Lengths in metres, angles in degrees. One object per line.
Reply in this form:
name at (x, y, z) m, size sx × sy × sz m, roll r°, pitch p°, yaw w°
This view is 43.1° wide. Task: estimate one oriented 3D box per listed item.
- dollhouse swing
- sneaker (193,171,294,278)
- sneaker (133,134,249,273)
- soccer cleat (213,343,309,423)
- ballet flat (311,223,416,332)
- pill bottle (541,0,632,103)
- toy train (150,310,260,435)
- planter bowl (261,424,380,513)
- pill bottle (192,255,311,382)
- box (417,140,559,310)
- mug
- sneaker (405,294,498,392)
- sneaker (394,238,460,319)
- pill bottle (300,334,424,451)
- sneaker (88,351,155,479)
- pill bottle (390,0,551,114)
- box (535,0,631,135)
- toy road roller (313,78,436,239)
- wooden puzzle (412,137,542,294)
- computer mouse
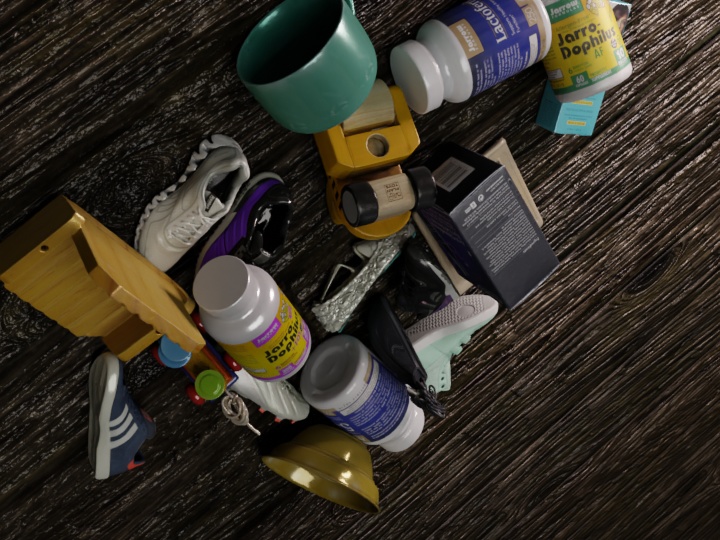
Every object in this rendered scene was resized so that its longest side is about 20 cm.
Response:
dollhouse swing at (-0.304, 0.047, 1.053) m, size 0.181 × 0.177 × 0.200 m, roll -35°, pitch 132°, yaw 12°
sneaker at (-0.148, -0.027, 1.186) m, size 0.069 × 0.099 × 0.201 m, roll 22°, pitch 102°, yaw -36°
sneaker at (-0.210, -0.075, 1.136) m, size 0.075 × 0.081 × 0.201 m, roll 31°, pitch 98°, yaw -41°
soccer cleat at (-0.137, 0.159, 1.317) m, size 0.199 × 0.069 × 0.078 m, roll 34°, pitch 98°, yaw -36°
ballet flat at (0.000, 0.000, 1.321) m, size 0.201 × 0.072 × 0.072 m, roll -52°, pitch 130°, yaw 0°
pill bottle at (0.289, -0.344, 1.252) m, size 0.112 × 0.113 × 0.202 m, roll -28°, pitch 105°, yaw -16°
toy train at (-0.191, 0.148, 1.196) m, size 0.085 × 0.116 × 0.200 m, roll -40°, pitch 96°, yaw -5°
planter bowl at (-0.046, 0.292, 1.398) m, size 0.200 × 0.199 × 0.084 m, roll 43°, pitch 62°, yaw -40°
pill bottle at (-0.138, 0.060, 1.152) m, size 0.104 × 0.104 × 0.200 m, roll -41°, pitch 149°, yaw -6°
box at (0.171, -0.065, 1.298) m, size 0.104 × 0.148 × 0.200 m, roll -41°, pitch 122°, yaw -6°
mug at (-0.045, -0.252, 1.094) m, size 0.185 × 0.152 × 0.114 m, roll -45°, pitch 133°, yaw -3°
sneaker at (0.142, 0.124, 1.465) m, size 0.199 × 0.074 × 0.119 m, roll -28°, pitch 121°, yaw -4°
sneaker at (0.088, 0.026, 1.349) m, size 0.087 × 0.076 × 0.200 m, roll -38°, pitch 153°, yaw 2°
pill bottle at (0.010, 0.196, 1.395) m, size 0.120 × 0.120 × 0.200 m, roll -47°, pitch 129°, yaw -1°
sneaker at (-0.316, 0.189, 1.221) m, size 0.084 × 0.075 × 0.202 m, roll -6°, pitch 128°, yaw -28°
pill bottle at (0.145, -0.294, 1.213) m, size 0.199 × 0.116 × 0.116 m, roll -30°, pitch 127°, yaw -15°
box at (0.333, -0.307, 1.366) m, size 0.082 × 0.049 × 0.202 m, roll -2°, pitch 116°, yaw -31°
toy road roller at (0.002, -0.141, 1.226) m, size 0.122 × 0.146 × 0.202 m, roll -16°, pitch 86°, yaw -23°
wooden puzzle at (0.189, -0.077, 1.411) m, size 0.185 × 0.037 × 0.201 m, roll -39°, pitch 129°, yaw -8°
computer mouse at (0.055, 0.129, 1.351) m, size 0.052 × 0.201 × 0.139 m, roll -29°, pitch 154°, yaw 5°
